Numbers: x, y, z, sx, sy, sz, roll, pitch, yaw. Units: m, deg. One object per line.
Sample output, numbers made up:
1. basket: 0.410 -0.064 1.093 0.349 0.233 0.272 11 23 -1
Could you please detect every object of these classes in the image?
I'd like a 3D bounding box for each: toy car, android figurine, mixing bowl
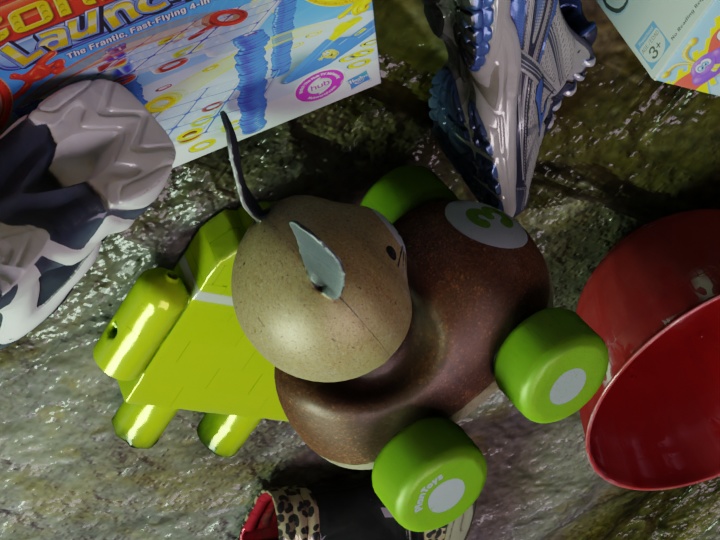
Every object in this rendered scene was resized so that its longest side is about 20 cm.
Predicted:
1. toy car: 0.000 0.000 0.843 0.158 0.164 0.200 -41 139 -1
2. android figurine: -0.060 0.032 1.001 0.181 0.041 0.200 12 129 -38
3. mixing bowl: 0.212 0.034 1.101 0.199 0.109 0.201 -16 141 -13

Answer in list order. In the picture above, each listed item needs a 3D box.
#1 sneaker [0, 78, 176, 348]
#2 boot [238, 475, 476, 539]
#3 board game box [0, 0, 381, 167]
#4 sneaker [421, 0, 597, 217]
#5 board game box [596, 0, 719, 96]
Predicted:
1. sneaker: -0.177 0.003 0.723 0.199 0.080 0.130 -39 173 -40
2. boot: -0.010 0.210 1.200 0.149 0.073 0.201 -5 133 -26
3. board game box: -0.094 -0.113 0.760 0.199 0.056 0.196 -23 159 -5
4. sneaker: 0.086 -0.103 0.905 0.085 0.077 0.201 -23 143 -13
5. board game box: 0.227 -0.151 0.905 0.199 0.103 0.105 8 130 -36
